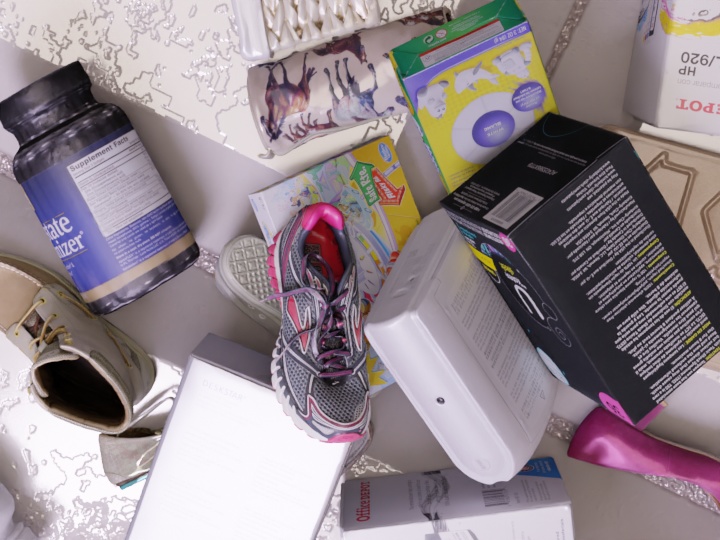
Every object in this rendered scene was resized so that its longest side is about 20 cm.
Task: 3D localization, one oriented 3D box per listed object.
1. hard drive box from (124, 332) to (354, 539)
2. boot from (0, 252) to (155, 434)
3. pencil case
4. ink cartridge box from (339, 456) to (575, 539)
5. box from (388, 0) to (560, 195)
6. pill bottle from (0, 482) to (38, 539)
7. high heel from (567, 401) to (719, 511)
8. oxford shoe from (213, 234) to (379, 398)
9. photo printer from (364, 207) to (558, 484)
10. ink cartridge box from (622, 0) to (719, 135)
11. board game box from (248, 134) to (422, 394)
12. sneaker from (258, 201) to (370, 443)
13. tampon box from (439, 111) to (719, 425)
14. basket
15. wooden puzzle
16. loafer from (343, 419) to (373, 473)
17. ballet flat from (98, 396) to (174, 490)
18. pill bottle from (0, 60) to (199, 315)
[{"bbox_3d":[-0.099,0.179,1.431,0.155,0.077,0.202,22,104,3],"label":"hard drive box"},{"bbox_3d":[-0.270,0.061,1.447,0.199,0.155,0.072,37,97,-6],"label":"boot"},{"bbox_3d":[-0.003,-0.159,1.450,0.198,0.078,0.090,-17,73,2],"label":"pencil case"},{"bbox_3d":[0.084,0.233,1.479,0.198,0.145,0.085,-7,100,1],"label":"ink cartridge box"},{"bbox_3d":[0.110,-0.126,1.424,0.116,0.049,0.201,-25,137,3],"label":"box"},{"bbox_3d":[-0.381,0.207,1.492,0.113,0.113,0.200,-39,97,6],"label":"pill bottle"},{"bbox_3d":[0.283,0.194,1.507,0.200,0.067,0.096,44,87,-1],"label":"high heel"},{"bbox_3d":[-0.053,0.041,1.497,0.200,0.058,0.076,41,67,-19],"label":"oxford shoe"},{"bbox_3d":[0.097,0.069,1.435,0.069,0.167,0.201,-18,119,35],"label":"photo printer"},{"bbox_3d":[0.317,-0.214,1.407,0.146,0.145,0.202,7,100,-2],"label":"ink cartridge box"},{"bbox_3d":[0.000,0.000,1.471,0.134,0.034,0.202,-26,99,-22],"label":"board game box"},{"bbox_3d":[-0.033,0.043,1.363,0.080,0.075,0.202,-4,69,-23],"label":"sneaker"},{"bbox_3d":[0.186,-0.003,1.365,0.126,0.150,0.201,-38,111,-8],"label":"tampon box"},{"bbox_3d":[-0.058,-0.286,1.403,0.122,0.136,0.202,-11,99,0],"label":"basket"},{"bbox_3d":[0.281,-0.017,1.492,0.198,0.046,0.187,15,98,2],"label":"wooden puzzle"},{"bbox_3d":[-0.078,0.185,1.513,0.198,0.063,0.072,-25,98,4],"label":"loafer"},{"bbox_3d":[-0.145,0.136,1.507,0.198,0.067,0.063,-22,89,3],"label":"ballet flat"},{"bbox_3d":[-0.231,-0.073,1.448,0.111,0.112,0.201,-28,98,5],"label":"pill bottle"}]
